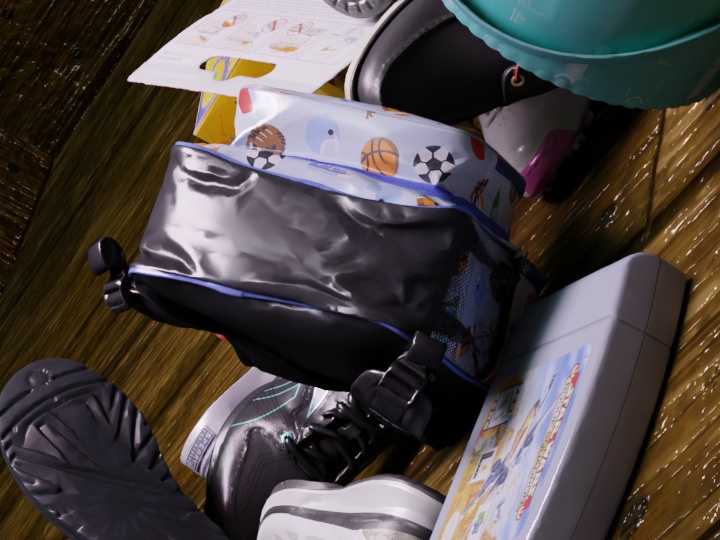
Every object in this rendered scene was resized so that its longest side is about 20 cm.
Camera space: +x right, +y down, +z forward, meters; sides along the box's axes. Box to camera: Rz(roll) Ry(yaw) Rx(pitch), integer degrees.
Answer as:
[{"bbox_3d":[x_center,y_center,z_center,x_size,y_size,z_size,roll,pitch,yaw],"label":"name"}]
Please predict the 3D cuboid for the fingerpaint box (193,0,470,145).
[{"bbox_3d":[-0.015,-0.118,1.592,0.073,0.167,0.200,-56,13,24],"label":"fingerpaint box"}]

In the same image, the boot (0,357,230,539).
[{"bbox_3d":[-0.130,0.162,1.358,0.076,0.200,0.168,-36,-19,-25],"label":"boot"}]

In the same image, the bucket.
[{"bbox_3d":[0.125,-0.181,1.123,0.207,0.207,0.135,-78,14,-51],"label":"bucket"}]

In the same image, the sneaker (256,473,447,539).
[{"bbox_3d":[-0.021,0.170,1.228,0.115,0.076,0.200,-65,15,-20],"label":"sneaker"}]

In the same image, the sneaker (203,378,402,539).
[{"bbox_3d":[-0.014,0.077,1.355,0.200,0.075,0.079,-54,21,-20],"label":"sneaker"}]

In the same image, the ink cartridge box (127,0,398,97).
[{"bbox_3d":[-0.005,-0.133,1.339,0.200,0.047,0.160,-39,31,-28],"label":"ink cartridge box"}]

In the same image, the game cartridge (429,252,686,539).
[{"bbox_3d":[0.081,0.089,1.094,0.200,0.041,0.133,-67,10,-20],"label":"game cartridge"}]

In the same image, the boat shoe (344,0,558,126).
[{"bbox_3d":[0.083,-0.126,1.261,0.201,0.074,0.063,-27,20,-22],"label":"boat shoe"}]

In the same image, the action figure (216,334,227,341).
[{"bbox_3d":[-0.015,-0.004,1.452,0.200,0.065,0.052,-26,59,34],"label":"action figure"}]

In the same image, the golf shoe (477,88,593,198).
[{"bbox_3d":[0.079,-0.109,1.382,0.075,0.091,0.200,-55,16,24],"label":"golf shoe"}]

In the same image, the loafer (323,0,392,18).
[{"bbox_3d":[0.040,-0.222,1.252,0.200,0.075,0.070,-54,-9,26],"label":"loafer"}]

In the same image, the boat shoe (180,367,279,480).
[{"bbox_3d":[-0.033,0.078,1.491,0.200,0.068,0.072,-43,-16,-55],"label":"boat shoe"}]

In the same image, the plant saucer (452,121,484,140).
[{"bbox_3d":[-0.018,-0.055,1.438,0.200,0.200,0.035,-43,59,55],"label":"plant saucer"}]

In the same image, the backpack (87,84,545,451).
[{"bbox_3d":[0.000,0.000,1.215,0.154,0.200,0.191,-64,-27,-13],"label":"backpack"}]
